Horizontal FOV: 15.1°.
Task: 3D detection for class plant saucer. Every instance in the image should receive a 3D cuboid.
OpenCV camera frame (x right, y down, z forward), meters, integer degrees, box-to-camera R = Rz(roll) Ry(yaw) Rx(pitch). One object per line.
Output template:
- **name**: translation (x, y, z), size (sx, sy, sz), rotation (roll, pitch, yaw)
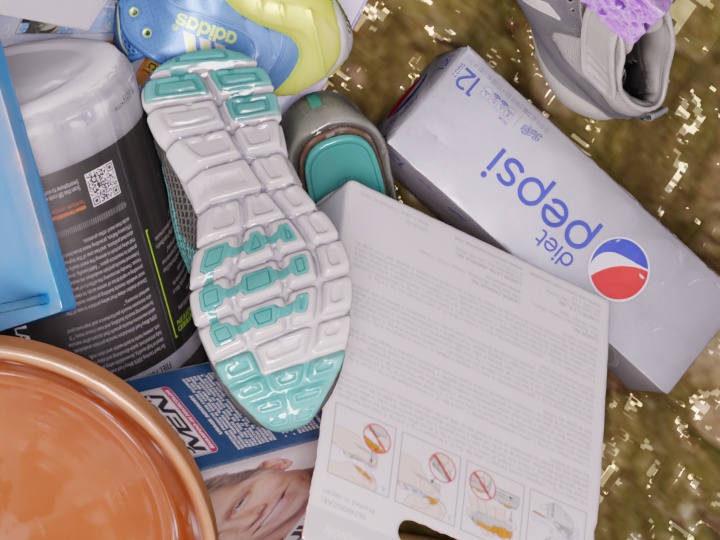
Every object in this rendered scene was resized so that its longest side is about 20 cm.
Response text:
- **plant saucer**: translation (-0.160, 0.120, 1.183), size (0.200, 0.032, 0.201), rotation (1, 112, 3)

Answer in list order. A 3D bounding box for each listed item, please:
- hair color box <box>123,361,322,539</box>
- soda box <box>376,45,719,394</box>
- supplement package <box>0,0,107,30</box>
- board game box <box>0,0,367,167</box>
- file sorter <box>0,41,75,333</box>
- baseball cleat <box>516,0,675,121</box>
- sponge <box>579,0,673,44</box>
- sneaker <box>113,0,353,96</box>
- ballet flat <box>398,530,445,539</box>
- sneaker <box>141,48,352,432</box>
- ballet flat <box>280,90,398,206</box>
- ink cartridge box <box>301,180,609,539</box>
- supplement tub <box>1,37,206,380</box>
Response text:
- **hair color box**: translation (-0.056, 0.091, 1.291), size (0.061, 0.200, 0.100), rotation (50, 124, 23)
- **soda box**: translation (0.098, -0.024, 1.409), size (0.200, 0.063, 0.068), rotation (41, 82, -10)
- **supplement package**: translation (-0.188, -0.234, 1.243), size (0.200, 0.151, 0.152), rotation (43, 108, 22)
- **board game box**: translation (-0.098, -0.156, 1.378), size (0.199, 0.041, 0.200), rotation (28, 85, -10)
- **file sorter**: translation (-0.256, -0.018, 1.198), size (0.200, 0.123, 0.139), rotation (-17, 87, 26)
- **baseball cleat**: translation (0.103, -0.165, 1.374), size (0.070, 0.106, 0.200), rotation (-40, 113, -17)
- **sponge**: translation (0.133, -0.198, 1.361), size (0.112, 0.030, 0.200), rotation (42, 38, -3)
- **sneaker**: translation (-0.093, -0.160, 1.319), size (0.105, 0.076, 0.200), rotation (-37, 98, -8)
- **ballet flat**: translation (-0.040, 0.159, 1.386), size (0.200, 0.069, 0.063), rotation (-18, 81, -12)
- **sneaker**: translation (-0.049, -0.005, 1.272), size (0.077, 0.091, 0.200), rotation (-11, 58, -5)
- **ballet flat**: translation (0.000, 0.000, 1.386), size (0.067, 0.064, 0.200), rotation (-15, 119, -8)
- **ink cartridge box**: translation (0.039, 0.074, 1.290), size (0.160, 0.047, 0.200), rotation (25, 53, -24)
- **supplement tub**: translation (-0.145, -0.001, 1.315), size (0.122, 0.123, 0.200), rotation (-19, 113, -10)
